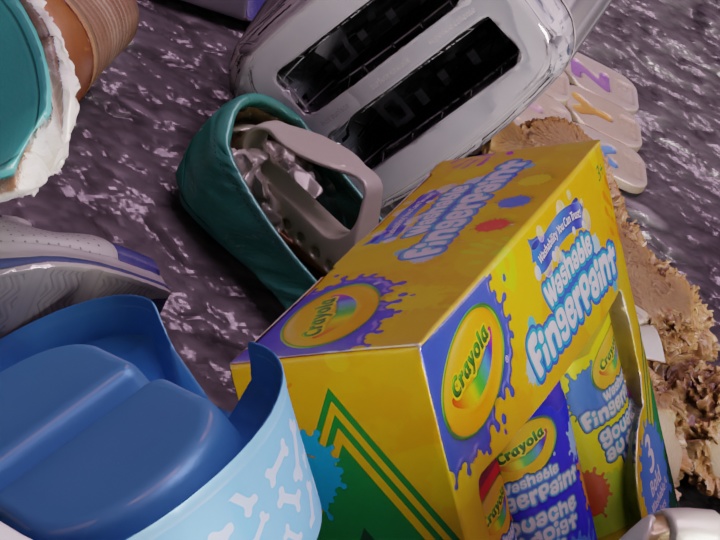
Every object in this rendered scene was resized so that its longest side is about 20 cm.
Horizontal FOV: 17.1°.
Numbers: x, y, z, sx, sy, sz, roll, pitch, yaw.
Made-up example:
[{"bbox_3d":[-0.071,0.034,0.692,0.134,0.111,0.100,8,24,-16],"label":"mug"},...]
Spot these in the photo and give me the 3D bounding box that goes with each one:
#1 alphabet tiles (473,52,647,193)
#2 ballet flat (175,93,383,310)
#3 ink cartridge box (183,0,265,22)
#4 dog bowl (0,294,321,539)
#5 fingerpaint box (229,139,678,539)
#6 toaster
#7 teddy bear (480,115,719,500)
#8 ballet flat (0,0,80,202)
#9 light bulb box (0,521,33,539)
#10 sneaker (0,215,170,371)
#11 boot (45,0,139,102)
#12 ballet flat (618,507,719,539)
[{"bbox_3d":[0.067,-0.113,1.267,0.195,0.015,0.200,25,32,-13],"label":"alphabet tiles"},{"bbox_3d":[0.000,0.000,0.985,0.200,0.071,0.067,45,45,19],"label":"ballet flat"},{"bbox_3d":[-0.114,-0.210,1.209,0.199,0.047,0.198,15,34,-24],"label":"ink cartridge box"},{"bbox_3d":[-0.082,0.066,0.738,0.200,0.111,0.050,18,-40,61],"label":"dog bowl"},{"bbox_3d":[0.044,0.066,0.840,0.200,0.073,0.168,-43,123,-60],"label":"fingerpaint box"},{"bbox_3d":[0.033,-0.112,1.058,0.114,0.200,0.129,50,28,-12],"label":"toaster"},{"bbox_3d":[0.106,0.025,1.071,0.145,0.067,0.200,-23,67,-44],"label":"teddy bear"},{"bbox_3d":[-0.147,-0.080,0.849,0.071,0.072,0.200,0,32,-42],"label":"ballet flat"},{"bbox_3d":[-0.212,0.113,0.576,0.198,0.125,0.200,31,30,-2],"label":"light bulb box"},{"bbox_3d":[-0.170,-0.015,0.842,0.198,0.081,0.115,5,42,-36],"label":"sneaker"},{"bbox_3d":[-0.202,-0.125,0.992,0.200,0.077,0.155,42,35,1],"label":"boot"},{"bbox_3d":[0.101,0.105,0.682,0.072,0.072,0.200,22,2,-18],"label":"ballet flat"}]
